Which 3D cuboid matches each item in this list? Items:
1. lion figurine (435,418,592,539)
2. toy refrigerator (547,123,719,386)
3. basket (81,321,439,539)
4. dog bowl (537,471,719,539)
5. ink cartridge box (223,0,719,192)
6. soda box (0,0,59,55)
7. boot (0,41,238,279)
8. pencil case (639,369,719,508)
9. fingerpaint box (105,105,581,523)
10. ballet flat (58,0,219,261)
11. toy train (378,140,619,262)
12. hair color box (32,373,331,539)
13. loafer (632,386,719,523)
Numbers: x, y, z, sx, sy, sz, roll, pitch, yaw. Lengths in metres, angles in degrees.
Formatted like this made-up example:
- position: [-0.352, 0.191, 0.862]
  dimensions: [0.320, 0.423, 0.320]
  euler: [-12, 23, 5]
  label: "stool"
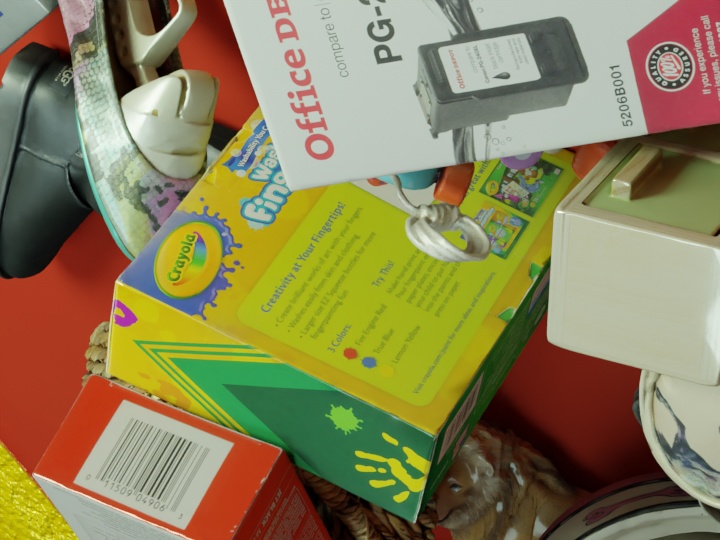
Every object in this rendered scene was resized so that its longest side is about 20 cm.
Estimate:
- position: [0.121, 0.147, 1.339]
  dimensions: [0.200, 0.073, 0.123]
  euler: [12, 125, 5]
  label: "lion figurine"
- position: [0.152, -0.034, 1.033]
  dimensions: [0.076, 0.200, 0.070]
  euler: [15, 123, 23]
  label: "toy refrigerator"
- position: [-0.064, 0.105, 1.304]
  dimensions: [0.200, 0.149, 0.143]
  euler: [-5, 162, 45]
  label: "basket"
- position: [0.165, 0.193, 1.278]
  dimensions: [0.200, 0.074, 0.201]
  euler: [-1, 113, -2]
  label: "dog bowl"
- position: [0.048, -0.123, 0.978]
  dimensions: [0.200, 0.083, 0.145]
  euler: [-9, 125, 13]
  label: "ink cartridge box"
- position: [-0.226, -0.205, 1.238]
  dimensions: [0.200, 0.063, 0.068]
  euler: [47, 137, -13]
  label: "soda box"
- position: [-0.106, -0.021, 1.334]
  dimensions: [0.200, 0.066, 0.165]
  euler: [23, 139, 8]
  label: "boot"
- position: [0.196, 0.034, 1.071]
  dimensions: [0.089, 0.200, 0.078]
  euler: [28, 126, 22]
  label: "pencil case"
- position: [0.000, 0.000, 1.172]
  dimensions: [0.167, 0.200, 0.073]
  euler: [25, 139, 11]
  label: "fingerpaint box"
- position: [-0.106, -0.103, 1.192]
  dimensions: [0.071, 0.069, 0.200]
  euler: [-24, 73, 33]
  label: "ballet flat"
- position: [0.076, -0.061, 1.111]
  dimensions: [0.150, 0.200, 0.056]
  euler: [40, 120, 31]
  label: "toy train"
- position: [-0.072, 0.137, 1.202]
  dimensions: [0.111, 0.064, 0.200]
  euler: [20, 155, 23]
  label: "hair color box"
- position: [0.183, 0.087, 1.181]
  dimensions: [0.070, 0.070, 0.200]
  euler: [46, 168, -18]
  label: "loafer"
